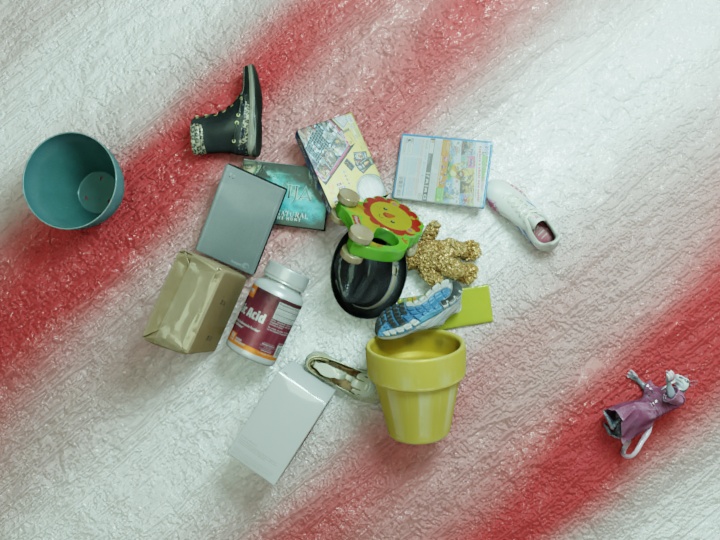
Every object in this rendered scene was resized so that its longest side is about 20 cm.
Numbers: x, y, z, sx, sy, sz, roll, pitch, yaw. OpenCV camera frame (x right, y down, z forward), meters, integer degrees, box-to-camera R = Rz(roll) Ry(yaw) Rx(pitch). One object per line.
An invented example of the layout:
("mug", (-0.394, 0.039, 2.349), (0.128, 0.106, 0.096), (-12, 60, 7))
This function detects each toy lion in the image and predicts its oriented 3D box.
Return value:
("toy lion", (0.043, -0.087, 1.239), (0.190, 0.201, 0.069), (9, 127, -21))

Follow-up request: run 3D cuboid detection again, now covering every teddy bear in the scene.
("teddy bear", (0.161, -0.032, 1.311), (0.199, 0.067, 0.146), (26, 85, 4))

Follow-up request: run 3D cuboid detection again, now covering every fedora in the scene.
("fedora", (0.000, 0.000, 1.277), (0.199, 0.091, 0.203), (-2, 86, 26))

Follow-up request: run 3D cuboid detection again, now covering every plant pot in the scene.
("plant pot", (0.113, 0.235, 1.242), (0.199, 0.201, 0.191), (-2, 102, 3))
("plant pot", (-0.591, -0.180, 1.325), (0.198, 0.135, 0.202), (0, 87, 3))

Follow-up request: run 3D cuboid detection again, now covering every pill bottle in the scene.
("pill bottle", (-0.191, 0.087, 1.298), (0.113, 0.114, 0.201), (25, 88, 4))

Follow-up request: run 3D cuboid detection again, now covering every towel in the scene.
("towel", (0.181, 0.085, 1.322), (0.198, 0.018, 0.087), (-10, 105, 1))

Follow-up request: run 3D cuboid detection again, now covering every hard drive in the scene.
("hard drive", (-0.257, -0.109, 1.330), (0.139, 0.033, 0.201), (23, 102, 1))

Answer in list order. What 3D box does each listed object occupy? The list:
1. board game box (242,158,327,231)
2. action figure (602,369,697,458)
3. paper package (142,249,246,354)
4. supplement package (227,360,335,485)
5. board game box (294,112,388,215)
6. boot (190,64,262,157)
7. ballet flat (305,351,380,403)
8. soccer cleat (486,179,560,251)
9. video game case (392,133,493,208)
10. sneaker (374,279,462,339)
("board game box", (-0.167, -0.166, 1.356), (0.198, 0.028, 0.137), (7, 87, 3))
("action figure", (0.590, 0.275, 1.236), (0.199, 0.134, 0.150), (-27, 86, 4))
("paper package", (-0.334, 0.069, 1.263), (0.103, 0.200, 0.192), (24, 87, 4))
("supplement package", (-0.158, 0.308, 1.268), (0.119, 0.121, 0.201), (33, 96, 5))
("board game box", (-0.041, -0.227, 1.330), (0.135, 0.035, 0.201), (-22, 85, -18))
("boot", (-0.295, -0.348, 1.353), (0.152, 0.073, 0.206), (-2, 87, 5))
("ballet flat", (-0.029, 0.232, 1.306), (0.198, 0.062, 0.068), (21, 88, 4))
("soccer cleat", (0.345, -0.123, 1.298), (0.200, 0.086, 0.070), (45, 89, 5))
("video game case", (0.177, -0.215, 1.332), (0.198, 0.018, 0.145), (8, 86, 13))
("sneaker", (0.126, 0.101, 1.274), (0.199, 0.087, 0.075), (-24, 47, -2))
